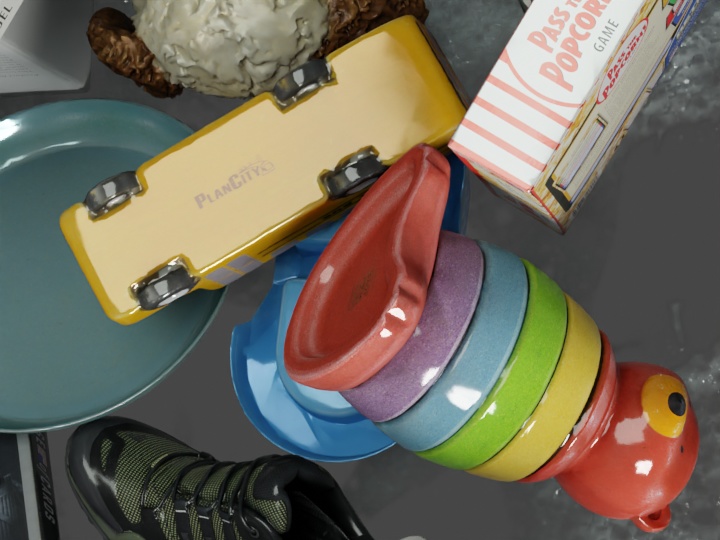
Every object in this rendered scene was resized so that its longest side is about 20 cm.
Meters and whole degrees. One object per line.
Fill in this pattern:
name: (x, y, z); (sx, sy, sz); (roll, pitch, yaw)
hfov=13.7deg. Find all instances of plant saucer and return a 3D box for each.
plant saucer: (-0.155, 0.000, 1.540); (0.200, 0.027, 0.200); (-8, 58, 12)

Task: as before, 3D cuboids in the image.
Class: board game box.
board game box: (0.109, -0.100, 1.412); (0.046, 0.200, 0.152); (31, 90, 10)

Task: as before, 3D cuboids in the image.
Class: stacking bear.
stacking bear: (0.075, 0.051, 1.417); (0.114, 0.200, 0.122); (-41, 26, 43)

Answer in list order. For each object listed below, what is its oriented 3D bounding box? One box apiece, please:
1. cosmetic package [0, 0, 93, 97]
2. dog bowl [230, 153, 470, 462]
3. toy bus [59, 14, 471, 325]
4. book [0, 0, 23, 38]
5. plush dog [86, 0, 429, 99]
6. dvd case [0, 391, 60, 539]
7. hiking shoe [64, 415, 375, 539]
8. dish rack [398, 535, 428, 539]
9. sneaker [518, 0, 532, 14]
cosmetic package: (-0.219, -0.143, 1.523); (0.101, 0.200, 0.071); (-1, 80, 17)
dog bowl: (0.000, 0.000, 1.510); (0.111, 0.050, 0.200); (4, 81, 18)
toy bus: (-0.043, -0.047, 1.457); (0.200, 0.078, 0.065); (-30, 82, 7)
book: (-0.218, -0.149, 1.398); (0.133, 0.048, 0.200); (29, 88, 16)
plush dog: (-0.059, -0.170, 1.500); (0.200, 0.160, 0.172); (-8, 78, 15)
dvd case: (-0.222, 0.134, 1.509); (0.150, 0.025, 0.200); (-28, 38, 10)
hiking shoe: (-0.054, 0.115, 1.472); (0.200, 0.076, 0.101); (30, 133, 12)
dish rack: (-0.031, 0.211, 1.355); (0.200, 0.044, 0.172); (-37, 28, 23)
sneaker: (0.127, -0.214, 1.495); (0.084, 0.074, 0.200); (11, 84, 18)
